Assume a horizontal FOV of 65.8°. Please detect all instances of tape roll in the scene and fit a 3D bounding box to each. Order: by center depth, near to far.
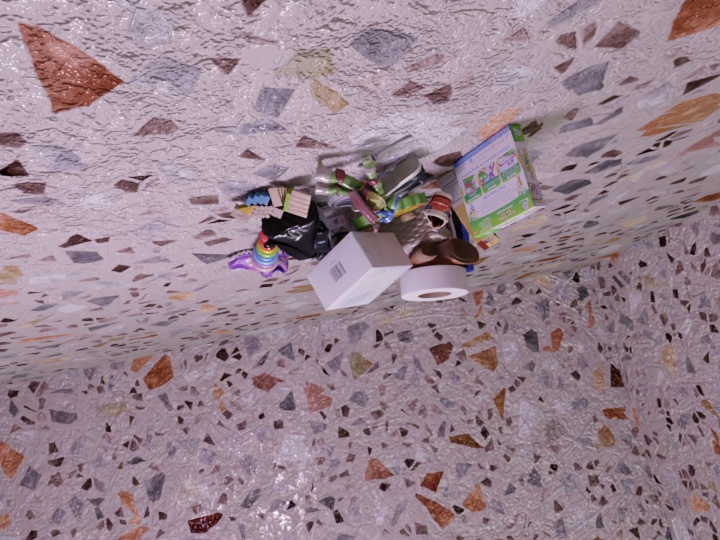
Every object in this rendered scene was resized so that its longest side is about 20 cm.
[{"bbox_3d":[0.218,0.040,1.650,0.200,0.072,0.203,-4,167,-1],"label":"tape roll"}]

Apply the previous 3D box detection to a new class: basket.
[{"bbox_3d":[0.166,-0.122,1.658,0.199,0.137,0.123,-20,162,27],"label":"basket"}]

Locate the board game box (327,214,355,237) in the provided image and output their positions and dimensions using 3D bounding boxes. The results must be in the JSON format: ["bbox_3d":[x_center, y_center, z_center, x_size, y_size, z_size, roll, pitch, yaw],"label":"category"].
[{"bbox_3d":[-0.114,-0.109,1.648,0.198,0.035,0.126,-16,166,15],"label":"board game box"}]

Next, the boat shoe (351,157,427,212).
[{"bbox_3d":[0.070,-0.187,1.308,0.199,0.075,0.066,-35,136,20],"label":"boat shoe"}]

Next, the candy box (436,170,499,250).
[{"bbox_3d":[0.282,-0.155,1.456,0.056,0.201,0.116,-33,161,16],"label":"candy box"}]

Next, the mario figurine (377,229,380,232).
[{"bbox_3d":[0.136,-0.089,1.810,0.198,0.125,0.106,-11,-179,-30],"label":"mario figurine"}]

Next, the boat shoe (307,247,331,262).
[{"bbox_3d":[-0.141,-0.061,1.579,0.073,0.069,0.200,-11,144,23],"label":"boat shoe"}]

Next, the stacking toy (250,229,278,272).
[{"bbox_3d":[-0.269,-0.069,1.592,0.084,0.086,0.200,-9,160,-16],"label":"stacking toy"}]

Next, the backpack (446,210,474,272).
[{"bbox_3d":[0.269,-0.085,1.768,0.161,0.202,0.168,-10,175,21],"label":"backpack"}]

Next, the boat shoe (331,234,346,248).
[{"bbox_3d":[-0.001,-0.066,1.672,0.198,0.076,0.068,18,174,-26],"label":"boat shoe"}]

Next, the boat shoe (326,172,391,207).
[{"bbox_3d":[0.013,-0.181,1.380,0.198,0.068,0.072,-15,168,8],"label":"boat shoe"}]

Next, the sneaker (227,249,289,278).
[{"bbox_3d":[-0.309,-0.018,1.728,0.198,0.089,0.080,-7,168,-19],"label":"sneaker"}]

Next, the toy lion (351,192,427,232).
[{"bbox_3d":[0.076,-0.154,1.456,0.198,0.069,0.192,-20,-179,1],"label":"toy lion"}]

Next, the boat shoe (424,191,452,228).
[{"bbox_3d":[0.197,-0.141,1.422,0.070,0.063,0.200,16,171,6],"label":"boat shoe"}]

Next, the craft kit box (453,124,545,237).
[{"bbox_3d":[0.318,-0.203,1.299,0.048,0.200,0.200,-3,165,-32],"label":"craft kit box"}]

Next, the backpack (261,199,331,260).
[{"bbox_3d":[-0.146,-0.105,1.408,0.165,0.128,0.200,-14,161,12],"label":"backpack"}]

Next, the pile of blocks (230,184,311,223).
[{"bbox_3d":[-0.204,-0.165,1.292,0.198,0.083,0.062,-5,-148,8],"label":"pile of blocks"}]

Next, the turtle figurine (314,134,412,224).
[{"bbox_3d":[0.003,-0.214,1.218,0.192,0.202,0.144,10,-164,-1],"label":"turtle figurine"}]

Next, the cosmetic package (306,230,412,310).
[{"bbox_3d":[0.000,0.000,1.528,0.199,0.124,0.199,-42,159,31],"label":"cosmetic package"}]

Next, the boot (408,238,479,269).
[{"bbox_3d":[0.234,-0.034,1.639,0.198,0.074,0.155,6,159,-15],"label":"boot"}]
